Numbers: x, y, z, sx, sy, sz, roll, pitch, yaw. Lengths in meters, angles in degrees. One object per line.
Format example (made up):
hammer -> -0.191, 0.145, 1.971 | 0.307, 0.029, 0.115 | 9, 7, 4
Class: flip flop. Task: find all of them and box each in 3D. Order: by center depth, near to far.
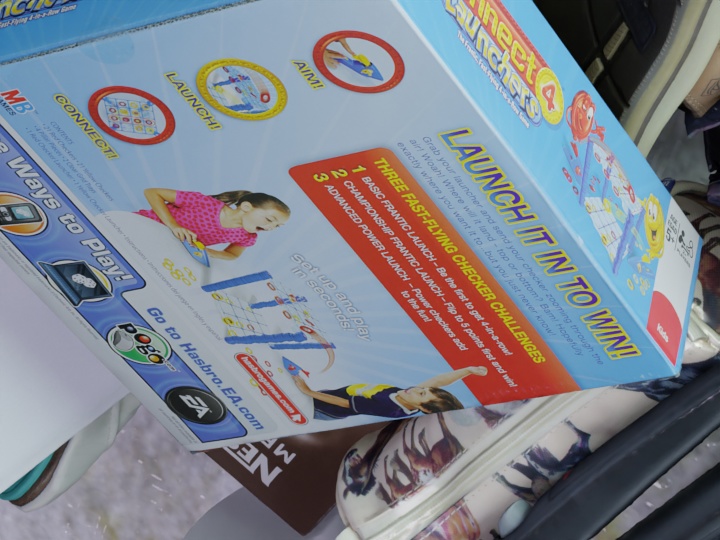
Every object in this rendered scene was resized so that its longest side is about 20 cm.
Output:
flip flop -> 0.102, -0.083, 0.964 | 0.057, 0.081, 0.200 | -1, 142, -24

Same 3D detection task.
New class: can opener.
can opener -> 0.088, 0.088, 1.025 | 0.063, 0.079, 0.200 | 40, 130, 2

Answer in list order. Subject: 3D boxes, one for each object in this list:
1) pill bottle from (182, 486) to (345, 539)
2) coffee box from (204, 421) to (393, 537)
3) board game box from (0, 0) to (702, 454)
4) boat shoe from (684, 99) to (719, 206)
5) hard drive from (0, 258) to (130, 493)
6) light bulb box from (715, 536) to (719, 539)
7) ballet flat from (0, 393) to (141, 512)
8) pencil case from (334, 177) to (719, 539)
pill bottle -> 0.000, 0.188, 1.286 | 0.111, 0.111, 0.200 | -10, 117, 36
coffee box -> 0.000, 0.000, 1.166 | 0.114, 0.080, 0.200 | 40, 134, 1
board game box -> -0.023, -0.031, 0.944 | 0.195, 0.056, 0.200 | -11, 137, 31
boat shoe -> 0.204, -0.058, 0.992 | 0.199, 0.093, 0.075 | -6, 120, 34
hard drive -> -0.125, 0.004, 1.060 | 0.200, 0.027, 0.132 | -37, 128, 23
light bulb box -> 0.163, 0.145, 1.093 | 0.125, 0.200, 0.198 | 37, 134, 0
ballet flat -> -0.098, 0.016, 1.142 | 0.069, 0.069, 0.201 | 25, 129, 13
pencil case -> 0.072, 0.048, 1.072 | 0.200, 0.089, 0.078 | -43, 69, 38
